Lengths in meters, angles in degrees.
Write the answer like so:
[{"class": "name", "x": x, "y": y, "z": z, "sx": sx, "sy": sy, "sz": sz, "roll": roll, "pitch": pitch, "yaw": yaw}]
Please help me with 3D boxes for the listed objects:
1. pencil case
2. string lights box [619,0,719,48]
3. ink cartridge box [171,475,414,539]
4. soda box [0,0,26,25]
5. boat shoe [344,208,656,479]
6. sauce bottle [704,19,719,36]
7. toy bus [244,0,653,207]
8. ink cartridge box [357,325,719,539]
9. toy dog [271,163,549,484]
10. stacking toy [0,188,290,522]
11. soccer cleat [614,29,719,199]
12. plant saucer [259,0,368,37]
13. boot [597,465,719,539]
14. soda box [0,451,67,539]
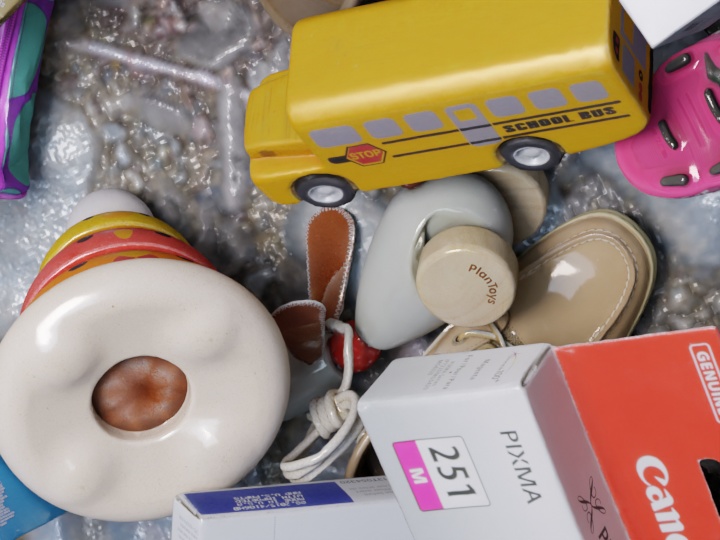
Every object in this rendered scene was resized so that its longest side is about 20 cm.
[{"class": "pencil case", "x": -0.199, "y": -0.134, "z": 1.344, "sx": 0.092, "sy": 0.085, "sz": 0.200, "roll": 28, "pitch": 112, "yaw": 49}, {"class": "string lights box", "x": 0.101, "y": -0.196, "z": 1.109, "sx": 0.059, "sy": 0.103, "sz": 0.200, "roll": -35, "pitch": 87, "yaw": 21}, {"class": "ink cartridge box", "x": -0.001, "y": 0.200, "z": 1.283, "sx": 0.196, "sy": 0.043, "sz": 0.200, "roll": -4, "pitch": 107, "yaw": -24}, {"class": "soda box", "x": -0.236, "y": -0.197, "z": 1.239, "sx": 0.200, "sy": 0.068, "sz": 0.064, "roll": 45, "pitch": 142, "yaw": -10}, {"class": "boat shoe", "x": 0.070, "y": 0.051, "z": 1.292, "sx": 0.071, "sy": 0.065, "sz": 0.200, "roll": 45, "pitch": 110, "yaw": 8}, {"class": "sauce bottle", "x": 0.210, "y": -0.042, "z": 1.228, "sx": 0.065, "sy": 0.065, "sz": 0.200, "roll": -20, "pitch": 91, "yaw": 21}, {"class": "toy bus", "x": 0.036, "y": -0.085, "z": 1.190, "sx": 0.200, "sy": 0.078, "sz": 0.065, "roll": -9, "pitch": 60, "yaw": 25}, {"class": "ink cartridge box", "x": 0.112, "y": 0.127, "z": 1.198, "sx": 0.173, "sy": 0.044, "sz": 0.200, "roll": -8, "pitch": 116, "yaw": 35}, {"class": "toy dog", "x": 0.000, "y": 0.000, "z": 1.287, "sx": 0.200, "sy": 0.132, "sz": 0.096, "roll": -41, "pitch": 106, "yaw": 11}, {"class": "stacking toy", "x": -0.123, "y": 0.018, "z": 1.296, "sx": 0.146, "sy": 0.200, "sz": 0.146, "roll": -7, "pitch": 121, "yaw": -11}, {"class": "soccer cleat", "x": 0.208, "y": -0.097, "z": 1.172, "sx": 0.200, "sy": 0.086, "sz": 0.070, "roll": -38, "pitch": 72, "yaw": 22}, {"class": "plant saucer", "x": -0.025, "y": -0.210, "z": 1.241, "sx": 0.029, "sy": 0.200, "sz": 0.200, "roll": -11, "pitch": 97, "yaw": -21}, {"class": "boot", "x": 0.142, "y": 0.165, "z": 1.265, "sx": 0.200, "sy": 0.077, "sz": 0.138, "roll": 25, "pitch": 110, "yaw": 0}, {"class": "soda box", "x": -0.172, "y": 0.099, "z": 1.311, "sx": 0.068, "sy": 0.200, "sz": 0.064, "roll": -26, "pitch": 89, "yaw": 23}]
